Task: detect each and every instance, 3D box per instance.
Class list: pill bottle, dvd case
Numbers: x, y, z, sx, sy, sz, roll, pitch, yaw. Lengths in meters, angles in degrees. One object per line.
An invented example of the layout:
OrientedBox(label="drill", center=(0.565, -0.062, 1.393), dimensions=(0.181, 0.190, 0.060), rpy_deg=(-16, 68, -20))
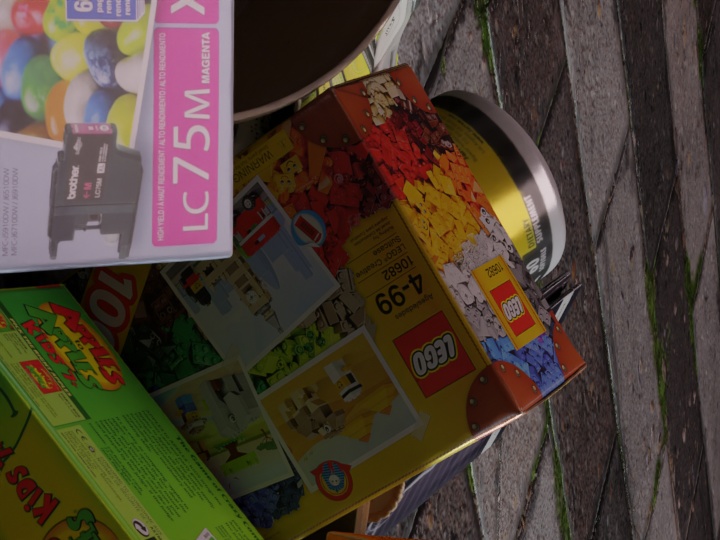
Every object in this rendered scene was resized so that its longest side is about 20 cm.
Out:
OrientedBox(label="pill bottle", center=(0.000, 0.000, 0.989), dimensions=(0.199, 0.114, 0.115), rpy_deg=(-33, 131, -24))
OrientedBox(label="dvd case", center=(0.039, 0.094, 1.065), dimensions=(0.199, 0.016, 0.149), rpy_deg=(-34, 157, -40))

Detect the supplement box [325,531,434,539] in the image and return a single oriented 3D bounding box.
OrientedBox(label="supplement box", center=(0.035, 0.219, 0.815), dimensions=(0.125, 0.073, 0.202), rpy_deg=(12, 86, -48))

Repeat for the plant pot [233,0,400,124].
OrientedBox(label="plant pot", center=(-0.080, -0.150, 0.801), dimensions=(0.134, 0.198, 0.203), rpy_deg=(151, -57, -79))

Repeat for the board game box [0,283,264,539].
OrientedBox(label="board game box", center=(-0.096, 0.097, 0.754), dimensions=(0.200, 0.048, 0.101), rpy_deg=(50, 15, 11))

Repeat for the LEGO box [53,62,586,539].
OrientedBox(label="LEGO box", center=(-0.029, 0.030, 0.813), dimensions=(0.150, 0.199, 0.077), rpy_deg=(59, 31, 3))

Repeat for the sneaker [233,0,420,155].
OrientedBox(label="sneaker", center=(-0.018, -0.128, 0.892), dimensions=(0.076, 0.075, 0.202), rpy_deg=(-6, 105, -43))

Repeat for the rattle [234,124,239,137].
OrientedBox(label="rattle", center=(-0.073, -0.108, 1.022), dimensions=(0.201, 0.142, 0.130), rpy_deg=(-55, 180, 24))

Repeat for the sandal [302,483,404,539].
OrientedBox(label="sandal", center=(0.015, 0.056, 0.899), dimensions=(0.078, 0.069, 0.214), rpy_deg=(-137, -136, -58))

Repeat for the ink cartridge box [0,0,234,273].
OrientedBox(label="ink cartridge box", center=(-0.136, -0.059, 0.658), dimensions=(0.198, 0.042, 0.121), rpy_deg=(-3, 98, -32))
